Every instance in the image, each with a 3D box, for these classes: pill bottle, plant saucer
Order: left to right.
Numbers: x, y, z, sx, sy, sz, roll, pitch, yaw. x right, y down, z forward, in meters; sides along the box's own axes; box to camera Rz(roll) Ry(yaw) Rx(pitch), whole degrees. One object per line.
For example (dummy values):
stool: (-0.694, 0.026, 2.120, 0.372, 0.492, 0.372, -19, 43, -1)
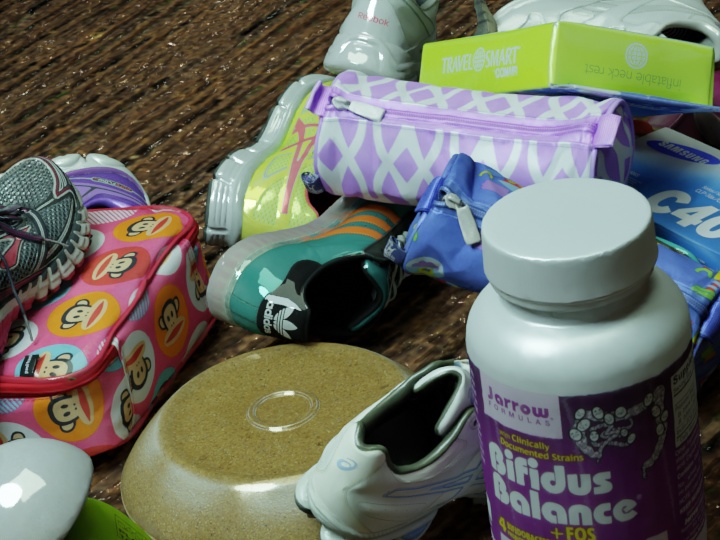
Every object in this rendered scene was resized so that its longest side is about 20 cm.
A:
plant saucer: (-0.042, 0.093, 1.260, 0.199, 0.036, 0.200, -7, 29, 4)
pill bottle: (0.111, 0.061, 1.098, 0.112, 0.201, 0.112, -7, 29, 4)

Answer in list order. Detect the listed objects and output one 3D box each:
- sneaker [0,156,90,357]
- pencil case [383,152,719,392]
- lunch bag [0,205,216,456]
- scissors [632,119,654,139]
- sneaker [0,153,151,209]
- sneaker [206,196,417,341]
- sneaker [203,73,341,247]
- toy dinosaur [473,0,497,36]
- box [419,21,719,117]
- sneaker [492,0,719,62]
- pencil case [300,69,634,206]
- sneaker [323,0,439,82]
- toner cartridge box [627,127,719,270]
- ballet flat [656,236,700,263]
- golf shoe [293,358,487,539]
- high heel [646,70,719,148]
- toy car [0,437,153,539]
sneaker: (-0.219, -0.009, 1.296, 0.080, 0.075, 0.200, -2, 34, 20)
pencil case: (0.118, 0.000, 1.261, 0.199, 0.087, 0.078, 24, 81, 12)
lunch bag: (-0.196, 0.038, 1.365, 0.175, 0.082, 0.200, -2, 32, 24)
scissors: (0.107, -0.078, 1.442, 0.199, 0.014, 0.073, -2, -22, -39)
sneaker: (-0.235, -0.024, 1.488, 0.199, 0.081, 0.083, -18, 36, -17)
sneaker: (0.000, 0.000, 1.377, 0.080, 0.072, 0.200, 26, 36, 33)
sneaker: (-0.030, -0.065, 1.513, 0.090, 0.078, 0.200, 15, 38, 16)
toy dinosaur: (0.079, -0.107, 1.540, 0.088, 0.048, 0.200, 30, 57, 2)
box: (0.135, -0.125, 1.428, 0.121, 0.048, 0.200, 5, -1, -26)
sneaker: (0.170, -0.161, 1.608, 0.199, 0.075, 0.100, -15, 28, -9)
pencil case: (0.067, -0.078, 1.344, 0.199, 0.086, 0.084, 7, 58, 19)
sneaker: (0.033, -0.175, 1.598, 0.078, 0.100, 0.200, 18, 4, 6)
toner cartridge box: (0.222, -0.028, 1.388, 0.095, 0.043, 0.200, -23, 31, -26)
ballet flat: (0.121, -0.012, 1.370, 0.068, 0.068, 0.200, -36, 37, -26)
golf shoe: (0.059, 0.079, 1.172, 0.200, 0.097, 0.078, -31, 66, -33)
high heel: (0.278, -0.095, 1.469, 0.096, 0.068, 0.200, -39, 26, -25)
toy car: (-0.137, 0.192, 1.018, 0.150, 0.175, 0.200, -42, 24, 17)
